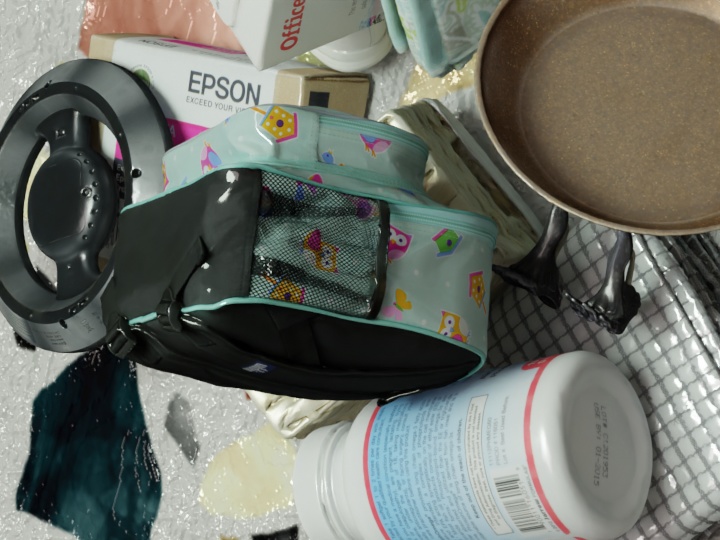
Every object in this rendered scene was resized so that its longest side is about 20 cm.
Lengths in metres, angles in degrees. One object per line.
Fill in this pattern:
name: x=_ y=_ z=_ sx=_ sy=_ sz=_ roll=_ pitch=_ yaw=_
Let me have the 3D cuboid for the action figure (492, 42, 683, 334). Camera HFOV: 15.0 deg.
action figure: x=0.159 y=-0.068 z=1.559 sx=0.119 sy=0.102 sz=0.200 roll=26 pitch=87 yaw=25

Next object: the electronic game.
electronic game: x=-0.193 y=-0.044 z=1.855 sx=0.200 sy=0.042 sz=0.201 roll=-8 pitch=78 yaw=44

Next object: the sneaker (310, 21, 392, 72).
sneaker: x=-0.058 y=-0.215 z=1.797 sx=0.200 sy=0.075 sz=0.089 roll=34 pitch=155 yaw=25

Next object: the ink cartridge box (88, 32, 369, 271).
ink cartridge box: x=-0.100 y=-0.067 z=1.853 sx=0.200 sy=0.075 sz=0.165 roll=14 pitch=101 yaw=38

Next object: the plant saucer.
plant saucer: x=0.161 y=-0.094 z=1.500 sx=0.200 sy=0.200 sz=0.037 roll=50 pitch=160 yaw=26

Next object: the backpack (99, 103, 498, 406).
backpack: x=-0.024 y=-0.003 z=1.537 sx=0.176 sy=0.200 sz=0.154 roll=-25 pitch=50 yaw=58

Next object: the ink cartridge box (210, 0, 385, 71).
ink cartridge box: x=-0.006 y=-0.246 z=1.666 sx=0.145 sy=0.200 sz=0.147 roll=58 pitch=158 yaw=21

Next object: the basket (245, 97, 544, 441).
basket: x=0.000 y=0.000 z=1.696 sx=0.200 sy=0.123 sz=0.136 roll=-40 pitch=82 yaw=11

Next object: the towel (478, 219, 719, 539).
towel: x=0.168 y=0.073 z=1.642 sx=0.166 sy=0.085 sz=0.200 roll=-43 pitch=65 yaw=29

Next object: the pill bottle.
pill bottle: x=0.062 y=0.116 z=1.601 sx=0.200 sy=0.109 sz=0.109 roll=-13 pitch=83 yaw=36

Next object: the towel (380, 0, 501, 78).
towel: x=0.081 y=-0.218 z=1.588 sx=0.171 sy=0.200 sz=0.048 roll=-34 pitch=55 yaw=-12
